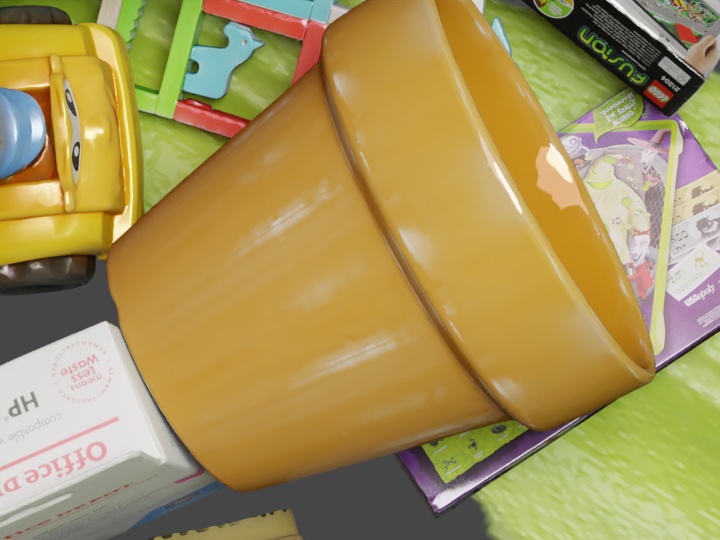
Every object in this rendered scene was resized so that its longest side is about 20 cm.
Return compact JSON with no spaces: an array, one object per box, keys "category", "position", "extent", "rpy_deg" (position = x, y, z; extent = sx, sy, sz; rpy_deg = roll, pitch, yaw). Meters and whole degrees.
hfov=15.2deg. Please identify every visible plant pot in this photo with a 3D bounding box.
[{"category":"plant pot","position":[0.000,0.000,1.159],"extent":[0.183,0.200,0.200],"rpy_deg":[-29,80,12]}]

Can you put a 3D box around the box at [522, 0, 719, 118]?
[{"category":"box","position":[0.095,-0.171,1.254],"extent":[0.200,0.035,0.110],"rpy_deg":[39,48,-2]}]

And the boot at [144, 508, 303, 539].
[{"category":"boot","position":[-0.064,0.215,1.185],"extent":[0.175,0.066,0.200],"rpy_deg":[-11,77,-33]}]

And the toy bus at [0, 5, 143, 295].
[{"category":"toy bus","position":[-0.204,-0.057,1.195],"extent":[0.200,0.192,0.136],"rpy_deg":[-6,84,1]}]

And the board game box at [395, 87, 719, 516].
[{"category":"board game box","position":[0.086,0.011,1.259],"extent":[0.200,0.032,0.120],"rpy_deg":[-32,83,-5]}]

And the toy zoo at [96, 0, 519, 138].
[{"category":"toy zoo","position":[-0.021,-0.119,1.274],"extent":[0.200,0.020,0.131],"rpy_deg":[17,101,4]}]

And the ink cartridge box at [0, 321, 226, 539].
[{"category":"ink cartridge box","position":[-0.135,0.079,1.164],"extent":[0.115,0.200,0.068],"rpy_deg":[-24,80,4]}]
